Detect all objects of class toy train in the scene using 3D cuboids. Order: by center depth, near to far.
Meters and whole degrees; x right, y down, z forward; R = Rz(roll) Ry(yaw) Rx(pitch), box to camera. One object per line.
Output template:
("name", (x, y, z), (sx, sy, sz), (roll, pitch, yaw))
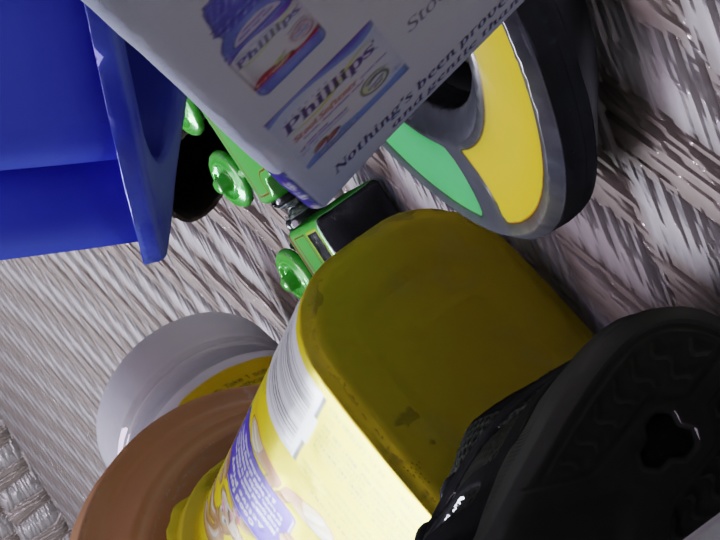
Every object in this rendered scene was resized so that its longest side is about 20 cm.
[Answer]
("toy train", (0.000, 0.000, 0.914), (0.201, 0.042, 0.056), (56, 158, -4))

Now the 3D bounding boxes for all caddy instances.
("caddy", (-0.090, -0.094, 0.651), (0.141, 0.104, 0.201), (92, 165, -72))

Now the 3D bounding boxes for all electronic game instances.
("electronic game", (-0.006, -0.094, 0.663), (0.200, 0.042, 0.200), (52, 168, 15))

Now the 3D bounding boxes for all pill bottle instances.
("pill bottle", (-0.029, 0.105, 1.134), (0.200, 0.114, 0.115), (43, 164, 47))

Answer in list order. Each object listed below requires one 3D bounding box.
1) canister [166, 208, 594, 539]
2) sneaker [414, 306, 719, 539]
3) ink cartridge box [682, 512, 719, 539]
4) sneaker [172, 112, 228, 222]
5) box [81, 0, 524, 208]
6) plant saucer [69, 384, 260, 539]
("canister", (0.021, 0.085, 0.838), (0.149, 0.086, 0.200), (49, 153, 12))
("sneaker", (0.032, 0.097, 0.683), (0.076, 0.200, 0.114), (36, 178, 4))
("ink cartridge box", (0.128, 0.159, 0.564), (0.200, 0.144, 0.146), (46, 167, 34))
("sneaker", (-0.099, -0.105, 0.976), (0.106, 0.075, 0.200), (36, 162, 29))
("box", (-0.056, -0.129, 0.469), (0.184, 0.105, 0.200), (46, -179, 20))
("plant saucer", (-0.009, 0.127, 0.956), (0.201, 0.200, 0.032), (53, 141, 13))
